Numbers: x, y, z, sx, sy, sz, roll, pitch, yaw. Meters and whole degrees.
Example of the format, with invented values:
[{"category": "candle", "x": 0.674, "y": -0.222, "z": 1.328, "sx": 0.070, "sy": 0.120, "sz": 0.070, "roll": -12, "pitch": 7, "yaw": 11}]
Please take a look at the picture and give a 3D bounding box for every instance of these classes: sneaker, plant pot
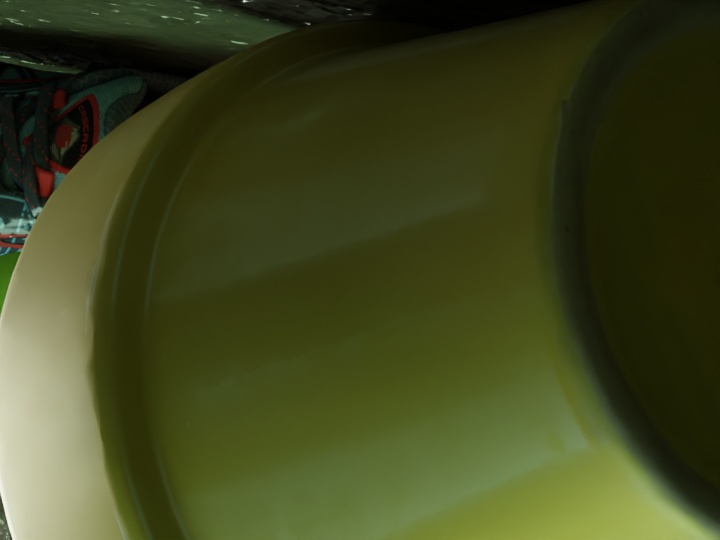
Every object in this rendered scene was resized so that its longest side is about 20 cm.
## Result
[{"category": "sneaker", "x": -0.100, "y": -0.042, "z": 0.774, "sx": 0.199, "sy": 0.080, "sz": 0.095, "roll": 1, "pitch": 169, "yaw": -19}, {"category": "plant pot", "x": 0.040, "y": 0.022, "z": 0.587, "sx": 0.200, "sy": 0.202, "sz": 0.189, "roll": 11, "pitch": 159, "yaw": -32}]

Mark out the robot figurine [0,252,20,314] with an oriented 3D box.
[{"category": "robot figurine", "x": -0.124, "y": -0.001, "z": 0.909, "sx": 0.199, "sy": 0.116, "sz": 0.175, "roll": 5, "pitch": -172, "yaw": -37}]
